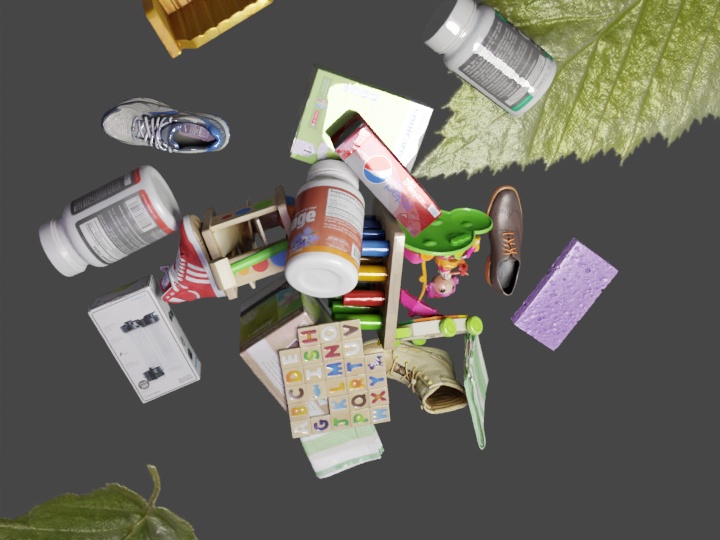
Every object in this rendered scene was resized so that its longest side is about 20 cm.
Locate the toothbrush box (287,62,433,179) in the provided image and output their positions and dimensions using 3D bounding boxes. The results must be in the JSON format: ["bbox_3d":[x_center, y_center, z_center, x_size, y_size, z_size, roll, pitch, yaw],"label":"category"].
[{"bbox_3d":[-0.004,-0.233,1.167,0.199,0.086,0.146,15,109,-14],"label":"toothbrush box"}]

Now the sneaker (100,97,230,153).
[{"bbox_3d":[-0.306,-0.224,1.120,0.199,0.085,0.077,3,111,-10],"label":"sneaker"}]

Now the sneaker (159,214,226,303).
[{"bbox_3d":[-0.294,-0.011,1.182,0.112,0.072,0.200,-11,144,-1],"label":"sneaker"}]

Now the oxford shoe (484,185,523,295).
[{"bbox_3d":[0.268,-0.052,1.291,0.071,0.073,0.201,-7,112,-6],"label":"oxford shoe"}]

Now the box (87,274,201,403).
[{"bbox_3d":[-0.375,0.121,1.258,0.116,0.060,0.201,-24,114,0],"label":"box"}]

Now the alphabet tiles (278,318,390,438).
[{"bbox_3d":[-0.040,0.173,1.150,0.166,0.008,0.201,-9,114,-6],"label":"alphabet tiles"}]

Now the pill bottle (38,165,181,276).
[{"bbox_3d":[-0.400,-0.077,1.146,0.199,0.116,0.116,-26,113,2],"label":"pill bottle"}]

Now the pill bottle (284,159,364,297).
[{"bbox_3d":[-0.052,-0.069,1.104,0.111,0.201,0.112,3,147,2],"label":"pill bottle"}]

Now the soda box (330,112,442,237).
[{"bbox_3d":[0.041,-0.149,1.125,0.063,0.070,0.200,-39,115,11],"label":"soda box"}]

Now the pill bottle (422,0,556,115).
[{"bbox_3d":[0.205,-0.348,1.142,0.199,0.113,0.113,31,104,-20],"label":"pill bottle"}]

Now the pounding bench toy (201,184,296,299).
[{"bbox_3d":[-0.160,-0.039,1.155,0.155,0.200,0.125,-18,113,-1],"label":"pounding bench toy"}]

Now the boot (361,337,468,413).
[{"bbox_3d":[0.092,0.194,1.313,0.199,0.156,0.073,12,110,-13],"label":"boot"}]

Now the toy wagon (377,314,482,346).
[{"bbox_3d":[0.112,0.107,1.269,0.199,0.155,0.040,1,77,-41],"label":"toy wagon"}]

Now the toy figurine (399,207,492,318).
[{"bbox_3d":[0.136,-0.002,1.281,0.199,0.150,0.185,-17,130,-29],"label":"toy figurine"}]

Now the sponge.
[{"bbox_3d":[0.392,0.048,1.375,0.111,0.030,0.200,30,104,-19],"label":"sponge"}]

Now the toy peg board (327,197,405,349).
[{"bbox_3d":[0.000,0.000,1.197,0.097,0.200,0.200,0,112,-10],"label":"toy peg board"}]

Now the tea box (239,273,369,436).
[{"bbox_3d":[-0.101,0.135,1.236,0.133,0.197,0.200,-33,112,4],"label":"tea box"}]

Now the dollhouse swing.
[{"bbox_3d":[-0.237,-0.452,1.005,0.199,0.182,0.176,-29,133,3],"label":"dollhouse swing"}]

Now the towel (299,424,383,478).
[{"bbox_3d":[-0.050,0.309,1.404,0.148,0.031,0.201,-21,113,-2],"label":"towel"}]

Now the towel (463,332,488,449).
[{"bbox_3d":[0.215,0.203,1.318,0.023,0.200,0.153,-9,114,14],"label":"towel"}]
